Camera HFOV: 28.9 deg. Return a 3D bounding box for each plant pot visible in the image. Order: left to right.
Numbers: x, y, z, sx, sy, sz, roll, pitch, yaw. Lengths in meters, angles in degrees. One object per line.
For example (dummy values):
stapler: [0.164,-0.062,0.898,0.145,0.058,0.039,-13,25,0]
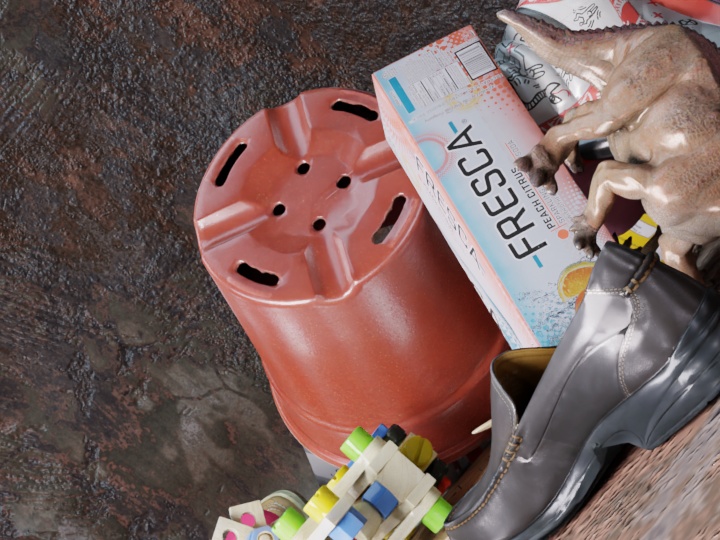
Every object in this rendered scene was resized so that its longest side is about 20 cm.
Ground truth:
plant pot: [0.000,0.000,0.882,0.201,0.200,0.196,-48,-33,-10]

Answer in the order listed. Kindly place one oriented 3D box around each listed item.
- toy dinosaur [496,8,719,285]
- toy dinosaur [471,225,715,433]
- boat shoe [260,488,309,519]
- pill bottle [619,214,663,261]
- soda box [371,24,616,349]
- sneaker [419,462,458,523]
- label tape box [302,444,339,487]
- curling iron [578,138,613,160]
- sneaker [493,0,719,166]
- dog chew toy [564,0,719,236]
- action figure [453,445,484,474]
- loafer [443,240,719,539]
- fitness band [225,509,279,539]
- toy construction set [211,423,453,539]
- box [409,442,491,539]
toy dinosaur: [0.151,-0.067,0.632,0.085,0.201,0.136,8,-47,-51]
toy dinosaur: [0.148,0.031,0.778,0.200,0.058,0.102,-35,-26,-45]
boat shoe: [-0.102,0.256,1.091,0.076,0.072,0.201,-9,-46,-52]
pill bottle: [0.170,-0.039,0.980,0.111,0.111,0.200,-47,-4,-38]
soda box: [0.078,-0.027,0.724,0.063,0.201,0.069,-26,-27,-4]
sneaker: [0.000,0.186,0.988,0.118,0.074,0.201,-40,-17,-30]
label tape box: [0.005,0.109,1.143,0.201,0.065,0.144,78,-157,-57]
curling iron: [0.192,-0.090,0.664,0.199,0.050,0.026,-19,29,36]
sneaker: [0.160,-0.091,0.735,0.108,0.201,0.067,-57,-26,6]
dog chew toy: [0.182,-0.091,0.823,0.199,0.125,0.125,-35,-4,-7]
action figure: [0.084,0.113,1.037,0.065,0.099,0.200,-45,19,-4]
loafer: [0.088,0.061,0.626,0.200,0.072,0.073,-52,-3,38]
fitness band: [-0.087,0.263,0.982,0.144,0.037,0.201,-102,29,-60]
toy construction set: [-0.013,0.155,0.827,0.131,0.092,0.200,-48,9,-27]
box: [0.046,0.164,0.835,0.200,0.021,0.164,-50,-2,-4]
